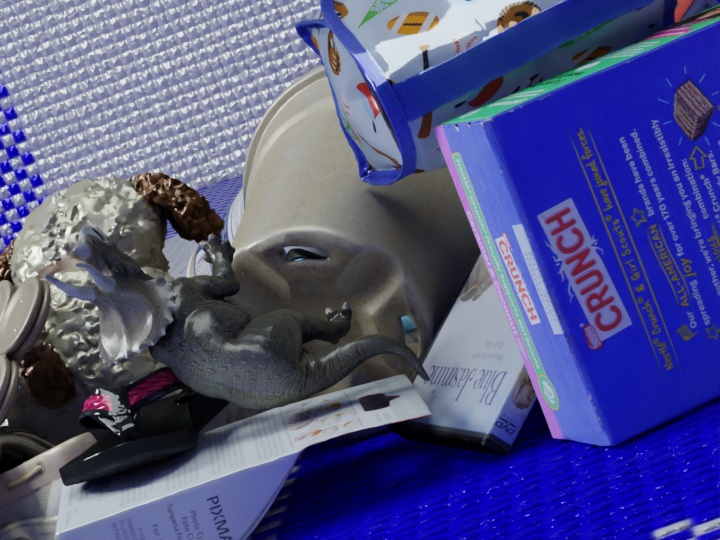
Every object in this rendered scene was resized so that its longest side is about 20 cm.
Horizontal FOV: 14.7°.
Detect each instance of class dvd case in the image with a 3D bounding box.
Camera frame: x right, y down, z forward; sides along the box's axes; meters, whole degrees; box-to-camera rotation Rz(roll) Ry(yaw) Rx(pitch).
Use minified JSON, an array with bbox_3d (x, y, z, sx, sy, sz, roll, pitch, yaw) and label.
[{"bbox_3d":[0.089,0.003,1.464,0.201,0.018,0.143,-62,18,-10],"label":"dvd case"}]

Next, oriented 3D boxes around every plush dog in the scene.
[{"bbox_3d":[-0.167,0.023,1.715,0.199,0.172,0.160,-19,-33,21],"label":"plush dog"}]

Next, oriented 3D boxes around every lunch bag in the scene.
[{"bbox_3d":[0.067,-0.125,1.460,0.170,0.124,0.200,-27,8,-5],"label":"lunch bag"}]

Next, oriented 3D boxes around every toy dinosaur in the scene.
[{"bbox_3d":[-0.065,0.041,1.483,0.102,0.199,0.077,-53,-12,-54],"label":"toy dinosaur"}]

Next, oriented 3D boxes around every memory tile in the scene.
[{"bbox_3d":[-0.240,0.099,1.638,0.017,0.201,0.153,26,-15,-23],"label":"memory tile"}]

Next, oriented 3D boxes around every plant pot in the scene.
[{"bbox_3d":[0.000,0.000,1.624,0.200,0.201,0.184,-17,20,24],"label":"plant pot"}]

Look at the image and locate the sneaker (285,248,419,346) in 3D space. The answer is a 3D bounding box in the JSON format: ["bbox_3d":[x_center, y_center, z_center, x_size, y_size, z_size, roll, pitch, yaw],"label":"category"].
[{"bbox_3d":[-0.039,0.031,1.793,0.199,0.090,0.078,-21,7,9],"label":"sneaker"}]

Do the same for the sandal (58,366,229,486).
[{"bbox_3d":[-0.119,0.076,1.512,0.075,0.045,0.200,-16,6,11],"label":"sandal"}]

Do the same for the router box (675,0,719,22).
[{"bbox_3d":[0.176,-0.158,1.738,0.049,0.179,0.200,-55,-34,3],"label":"router box"}]

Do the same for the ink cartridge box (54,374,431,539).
[{"bbox_3d":[-0.059,0.112,1.457,0.199,0.047,0.160,-17,6,-3],"label":"ink cartridge box"}]

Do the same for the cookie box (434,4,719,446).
[{"bbox_3d":[0.161,-0.030,1.369,0.199,0.172,0.075,-23,5,-19],"label":"cookie box"}]

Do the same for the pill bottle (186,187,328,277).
[{"bbox_3d":[-0.031,-0.027,1.866,0.111,0.111,0.200,-26,-14,-38],"label":"pill bottle"}]

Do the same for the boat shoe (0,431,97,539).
[{"bbox_3d":[-0.198,0.125,1.639,0.072,0.065,0.200,-25,8,-30],"label":"boat shoe"}]
